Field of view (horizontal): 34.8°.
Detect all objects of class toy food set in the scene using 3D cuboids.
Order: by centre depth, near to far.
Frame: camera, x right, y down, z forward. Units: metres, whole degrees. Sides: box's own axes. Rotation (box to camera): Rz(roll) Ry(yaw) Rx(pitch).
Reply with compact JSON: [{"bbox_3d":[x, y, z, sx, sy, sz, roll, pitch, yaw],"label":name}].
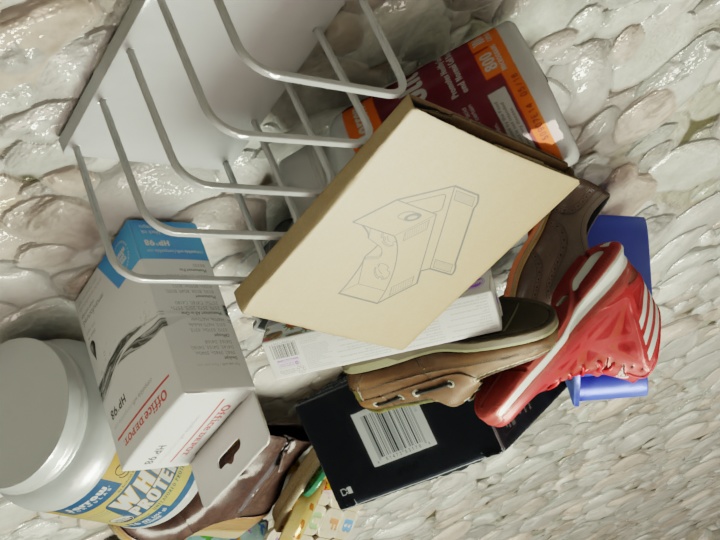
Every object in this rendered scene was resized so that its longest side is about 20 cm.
[{"bbox_3d":[-0.033,0.223,1.314,0.199,0.048,0.200,-58,171,20],"label":"toy food set"}]

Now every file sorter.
[{"bbox_3d":[-0.082,-0.099,0.746,0.138,0.125,0.200,1,142,-40],"label":"file sorter"}]

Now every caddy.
[{"bbox_3d":[0.233,0.036,1.144,0.103,0.202,0.142,-1,150,10],"label":"caddy"}]

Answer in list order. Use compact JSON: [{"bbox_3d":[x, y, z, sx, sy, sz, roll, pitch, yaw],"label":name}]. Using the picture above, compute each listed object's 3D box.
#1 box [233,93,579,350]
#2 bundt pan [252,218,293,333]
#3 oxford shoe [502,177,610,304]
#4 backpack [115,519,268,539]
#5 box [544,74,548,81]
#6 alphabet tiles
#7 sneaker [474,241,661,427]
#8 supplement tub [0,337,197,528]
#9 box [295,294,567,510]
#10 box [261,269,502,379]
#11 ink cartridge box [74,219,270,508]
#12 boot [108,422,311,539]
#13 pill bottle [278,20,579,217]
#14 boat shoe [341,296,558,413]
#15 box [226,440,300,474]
[{"bbox_3d":[0.031,-0.023,0.791,0.162,0.021,0.200,15,131,-40],"label":"box"},{"bbox_3d":[0.000,0.000,0.995,0.199,0.077,0.203,-6,152,-3],"label":"bundt pan"},{"bbox_3d":[0.176,0.005,1.056,0.072,0.202,0.071,16,170,13],"label":"oxford shoe"},{"bbox_3d":[-0.201,0.385,1.446,0.177,0.152,0.199,-30,164,39],"label":"backpack"},{"bbox_3d":[0.097,-0.095,0.989,0.109,0.035,0.201,-20,151,-8],"label":"box"},{"bbox_3d":[-0.053,0.317,1.457,0.195,0.014,0.202,33,79,-58],"label":"alphabet tiles"},{"bbox_3d":[0.195,0.082,1.002,0.200,0.116,0.078,-47,-165,-11],"label":"sneaker"},{"bbox_3d":[-0.238,0.143,1.005,0.144,0.146,0.200,-32,151,14],"label":"supplement tub"},{"bbox_3d":[0.074,0.124,1.144,0.195,0.119,0.199,-26,180,30],"label":"box"},{"bbox_3d":[0.017,0.045,0.946,0.197,0.039,0.042,-14,117,13],"label":"box"},{"bbox_3d":[-0.152,0.075,0.901,0.066,0.202,0.116,3,142,-40],"label":"ink cartridge box"},{"bbox_3d":[-0.158,0.221,1.229,0.199,0.073,0.167,11,123,-46],"label":"boot"},{"bbox_3d":[0.048,-0.085,0.838,0.198,0.115,0.114,-28,152,10],"label":"pill bottle"},{"bbox_3d":[0.080,0.075,0.975,0.198,0.069,0.072,-11,-157,28],"label":"boat shoe"},{"bbox_3d":[-0.171,0.226,1.314,0.118,0.042,0.199,-35,148,18],"label":"box"}]
